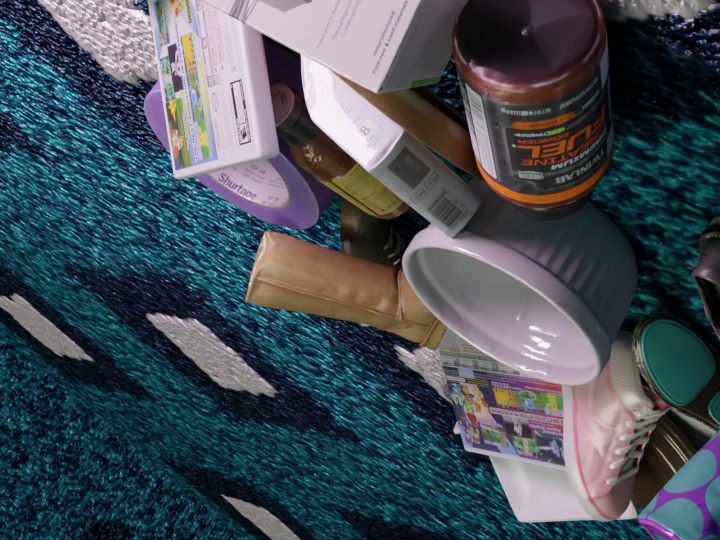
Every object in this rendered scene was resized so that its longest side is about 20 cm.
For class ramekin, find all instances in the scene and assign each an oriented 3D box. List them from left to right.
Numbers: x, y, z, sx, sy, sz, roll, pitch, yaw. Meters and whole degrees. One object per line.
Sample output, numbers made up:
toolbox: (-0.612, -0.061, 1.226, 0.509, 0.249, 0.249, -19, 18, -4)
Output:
ramekin: (0.147, 0.000, 1.370, 0.200, 0.105, 0.200, 29, 160, 12)

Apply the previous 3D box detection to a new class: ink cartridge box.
ink cartridge box: (-0.032, -0.209, 1.106, 0.200, 0.084, 0.145, 30, -162, 13)
ink cartridge box: (-0.006, -0.122, 1.275, 0.200, 0.047, 0.160, 42, -175, 32)

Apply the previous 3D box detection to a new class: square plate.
square plate: (0.195, 0.168, 1.643, 0.198, 0.028, 0.200, -16, 98, 57)

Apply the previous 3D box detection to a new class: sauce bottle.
sauce bottle: (-0.019, -0.106, 1.377, 0.066, 0.066, 0.200, 20, 172, 35)

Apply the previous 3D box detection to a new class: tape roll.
tape roll: (-0.100, -0.134, 1.484, 0.200, 0.085, 0.200, 31, 161, 12)

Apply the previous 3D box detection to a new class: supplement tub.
supplement tub: (0.129, -0.116, 1.129, 0.107, 0.107, 0.200, 25, 159, 24)

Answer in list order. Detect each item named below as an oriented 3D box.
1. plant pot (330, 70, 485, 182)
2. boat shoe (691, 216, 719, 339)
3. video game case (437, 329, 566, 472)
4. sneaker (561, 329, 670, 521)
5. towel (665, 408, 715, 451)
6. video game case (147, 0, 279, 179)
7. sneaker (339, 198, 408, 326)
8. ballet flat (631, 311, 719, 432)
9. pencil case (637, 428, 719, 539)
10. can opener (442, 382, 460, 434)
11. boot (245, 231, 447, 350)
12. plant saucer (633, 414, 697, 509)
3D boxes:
plant pot: (0.031, -0.140, 1.234, 0.200, 0.027, 0.200, 37, -170, -7)
boat shoe: (0.303, 0.034, 1.267, 0.067, 0.057, 0.200, 20, 156, 35)
video game case: (0.155, 0.113, 1.614, 0.200, 0.023, 0.182, 4, 114, 54)
sneaker: (0.253, 0.149, 1.490, 0.105, 0.075, 0.200, 2, 105, 42)
towel: (0.346, 0.177, 1.572, 0.149, 0.031, 0.200, 28, 159, 14)
video game case: (-0.129, -0.184, 1.316, 0.182, 0.022, 0.200, -5, 94, 61)
sneaker: (0.037, -0.008, 1.592, 0.090, 0.067, 0.200, 10, 143, 16)
ballet flat: (0.309, 0.104, 1.425, 0.200, 0.068, 0.075, 39, -178, -17)
pencil case: (0.332, 0.177, 1.342, 0.092, 0.200, 0.085, 34, 159, 32)
can opener: (0.145, 0.151, 1.794, 0.066, 0.053, 0.200, 37, 160, -10)
boot: (0.000, 0.000, 1.513, 0.200, 0.066, 0.175, 16, 135, -5)
plant saucer: (0.288, 0.191, 1.622, 0.200, 0.029, 0.200, 44, 162, 18)
